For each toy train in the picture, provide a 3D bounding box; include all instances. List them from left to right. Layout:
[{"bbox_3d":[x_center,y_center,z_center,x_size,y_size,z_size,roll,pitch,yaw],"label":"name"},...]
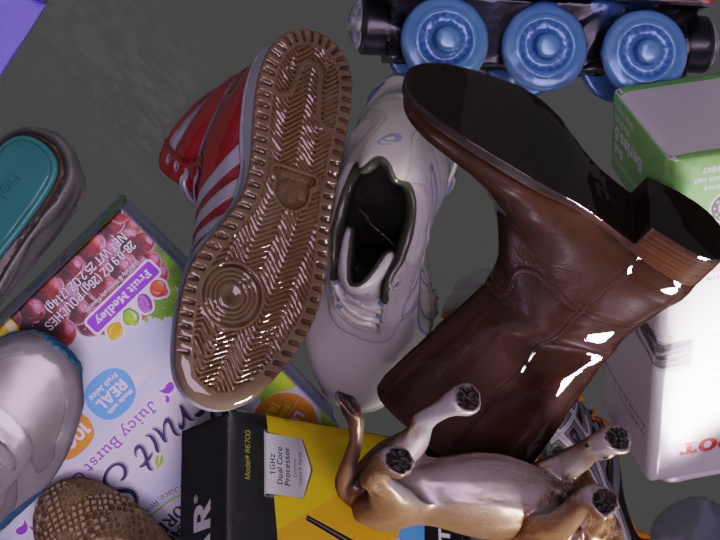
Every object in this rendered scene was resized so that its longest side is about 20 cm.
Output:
[{"bbox_3d":[0.094,-0.150,1.097,0.199,0.087,0.115,3,91,-6],"label":"toy train"}]

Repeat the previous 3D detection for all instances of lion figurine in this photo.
[{"bbox_3d":[0.056,0.113,1.033,0.200,0.122,0.073,21,57,-17],"label":"lion figurine"}]

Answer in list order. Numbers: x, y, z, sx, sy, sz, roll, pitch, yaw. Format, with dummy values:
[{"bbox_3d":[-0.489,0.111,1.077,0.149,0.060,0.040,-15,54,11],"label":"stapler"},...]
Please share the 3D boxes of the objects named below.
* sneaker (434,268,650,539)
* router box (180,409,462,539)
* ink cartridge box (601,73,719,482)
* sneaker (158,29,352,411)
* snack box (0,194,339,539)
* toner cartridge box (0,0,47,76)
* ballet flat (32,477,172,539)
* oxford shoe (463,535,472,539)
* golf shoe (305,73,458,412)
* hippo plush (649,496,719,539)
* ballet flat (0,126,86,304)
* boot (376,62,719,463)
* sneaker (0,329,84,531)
[{"bbox_3d":[0.100,0.092,1.150,0.077,0.078,0.200,-23,99,-30],"label":"sneaker"},{"bbox_3d":[-0.017,0.181,1.041,0.149,0.051,0.200,12,67,-34],"label":"router box"},{"bbox_3d":[0.209,0.000,1.096,0.145,0.084,0.200,-9,123,-12],"label":"ink cartridge box"},{"bbox_3d":[-0.066,-0.018,1.067,0.071,0.112,0.200,23,71,-23],"label":"sneaker"},{"bbox_3d":[-0.140,0.089,1.114,0.200,0.068,0.169,-43,101,3],"label":"snack box"},{"bbox_3d":[-0.255,-0.084,1.081,0.095,0.043,0.200,33,94,-11],"label":"toner cartridge box"},{"bbox_3d":[-0.102,0.192,1.046,0.070,0.065,0.200,-35,87,-1],"label":"ballet flat"},{"bbox_3d":[0.038,0.173,1.145,0.200,0.084,0.073,41,95,-10],"label":"oxford shoe"},{"bbox_3d":[0.000,0.000,1.082,0.078,0.097,0.200,16,121,11],"label":"golf shoe"},{"bbox_3d":[0.257,0.206,1.134,0.159,0.200,0.161,-28,112,21],"label":"hippo plush"},{"bbox_3d":[-0.213,0.013,1.085,0.067,0.064,0.200,38,83,14],"label":"ballet flat"},{"bbox_3d":[0.052,0.011,1.025,0.186,0.064,0.200,31,128,-12],"label":"boot"},{"bbox_3d":[-0.211,0.116,1.036,0.076,0.081,0.200,40,92,-7],"label":"sneaker"}]
